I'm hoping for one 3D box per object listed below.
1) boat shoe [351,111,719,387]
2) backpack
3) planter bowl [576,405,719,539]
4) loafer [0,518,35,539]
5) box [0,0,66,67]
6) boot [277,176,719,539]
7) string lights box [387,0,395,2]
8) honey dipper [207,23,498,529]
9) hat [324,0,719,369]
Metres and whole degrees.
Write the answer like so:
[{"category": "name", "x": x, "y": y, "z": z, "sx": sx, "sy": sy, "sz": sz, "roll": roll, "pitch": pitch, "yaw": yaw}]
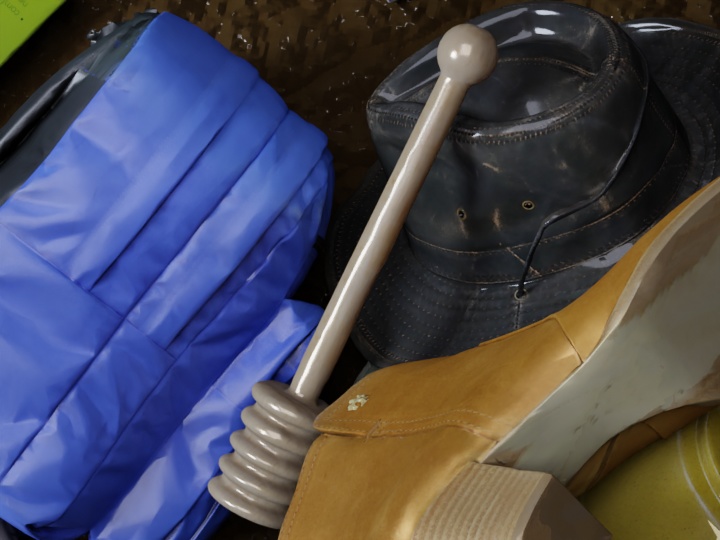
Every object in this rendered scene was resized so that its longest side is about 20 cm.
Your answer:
[{"category": "boat shoe", "x": 0.084, "y": 0.015, "z": 1.015, "sx": 0.199, "sy": 0.074, "sz": 0.066, "roll": -43, "pitch": 116, "yaw": -9}, {"category": "backpack", "x": -0.091, "y": 0.007, "z": 1.011, "sx": 0.168, "sy": 0.163, "sz": 0.200, "roll": 34, "pitch": 85, "yaw": -11}, {"category": "planter bowl", "x": 0.145, "y": 0.096, "z": 0.908, "sx": 0.200, "sy": 0.200, "sz": 0.083, "roll": 48, "pitch": 134, "yaw": 19}, {"category": "loafer", "x": -0.139, "y": 0.191, "z": 1.015, "sx": 0.071, "sy": 0.073, "sz": 0.200, "roll": -19, "pitch": 73, "yaw": 6}, {"category": "box", "x": -0.236, "y": -0.095, "z": 1.088, "sx": 0.200, "sy": 0.122, "sz": 0.048, "roll": -47, "pitch": 29, "yaw": -2}, {"category": "boot", "x": 0.059, "y": 0.035, "z": 0.887, "sx": 0.144, "sy": 0.071, "sz": 0.201, "roll": 1, "pitch": 46, "yaw": 53}, {"category": "string lights box", "x": 0.034, "y": -0.227, "z": 1.087, "sx": 0.103, "sy": 0.059, "sz": 0.200, "roll": -15, "pitch": 74, "yaw": 7}, {"category": "honey dipper", "x": 0.000, "y": 0.000, "z": 0.934, "sx": 0.038, "sy": 0.038, "sz": 0.200, "roll": 27, "pitch": 98, "yaw": 17}, {"category": "hat", "x": 0.058, "y": -0.050, "z": 0.976, "sx": 0.200, "sy": 0.081, "sz": 0.201, "roll": -23, "pitch": 40, "yaw": 20}]
